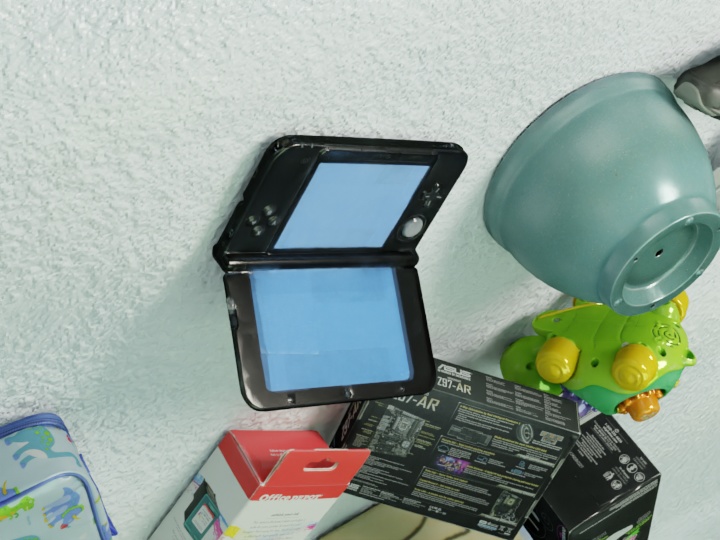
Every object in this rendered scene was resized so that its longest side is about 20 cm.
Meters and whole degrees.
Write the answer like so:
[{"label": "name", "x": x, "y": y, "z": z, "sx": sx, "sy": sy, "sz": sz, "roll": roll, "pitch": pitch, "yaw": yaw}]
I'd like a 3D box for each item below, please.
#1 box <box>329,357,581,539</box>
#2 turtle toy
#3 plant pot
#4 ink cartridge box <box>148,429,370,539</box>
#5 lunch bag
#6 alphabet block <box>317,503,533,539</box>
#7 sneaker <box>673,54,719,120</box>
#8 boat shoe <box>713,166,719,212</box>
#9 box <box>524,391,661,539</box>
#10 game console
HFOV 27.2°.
[{"label": "box", "x": 0.083, "y": 0.163, "z": 1.388, "sx": 0.198, "sy": 0.044, "sz": 0.161, "roll": 17, "pitch": 127, "yaw": -10}, {"label": "turtle toy", "x": 0.224, "y": 0.084, "z": 1.419, "sx": 0.146, "sy": 0.199, "sz": 0.102, "roll": -48, "pitch": 132, "yaw": -47}, {"label": "plant pot", "x": 0.224, "y": -0.048, "z": 1.266, "sx": 0.199, "sy": 0.134, "sz": 0.201, "roll": -24, "pitch": 145, "yaw": -18}, {"label": "ink cartridge box", "x": -0.094, "y": 0.209, "z": 1.355, "sx": 0.116, "sy": 0.067, "sz": 0.200, "roll": 7, "pitch": 128, "yaw": -48}, {"label": "lunch bag", "x": -0.277, "y": 0.207, "z": 1.170, "sx": 0.160, "sy": 0.083, "sz": 0.201, "roll": -25, "pitch": 146, "yaw": -16}, {"label": "alphabet block", "x": 0.086, "y": 0.351, "z": 1.589, "sx": 0.199, "sy": 0.196, "sz": 0.197, "roll": -27, "pitch": 145, "yaw": -11}, {"label": "sneaker", "x": 0.341, "y": -0.180, "z": 1.281, "sx": 0.199, "sy": 0.075, "sz": 0.080, "roll": -17, "pitch": 134, "yaw": -41}, {"label": "boat shoe", "x": 0.382, "y": -0.083, "z": 1.390, "sx": 0.200, "sy": 0.069, "sz": 0.072, "roll": -36, "pitch": 167, "yaw": 30}, {"label": "box", "x": 0.230, "y": 0.247, "z": 1.628, "sx": 0.124, "sy": 0.149, "sz": 0.201, "roll": -27, "pitch": 146, "yaw": -16}, {"label": "game console", "x": 0.000, "y": 0.000, "z": 1.135, "sx": 0.199, "sy": 0.117, "sz": 0.176, "roll": -2, "pitch": 134, "yaw": -42}]
